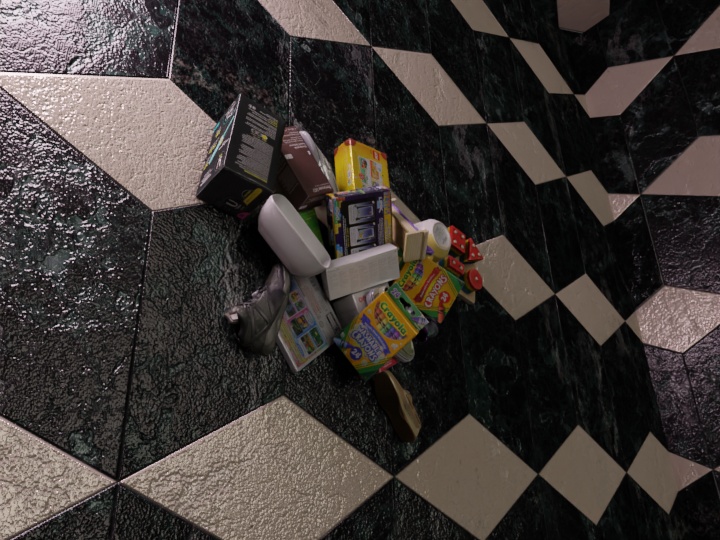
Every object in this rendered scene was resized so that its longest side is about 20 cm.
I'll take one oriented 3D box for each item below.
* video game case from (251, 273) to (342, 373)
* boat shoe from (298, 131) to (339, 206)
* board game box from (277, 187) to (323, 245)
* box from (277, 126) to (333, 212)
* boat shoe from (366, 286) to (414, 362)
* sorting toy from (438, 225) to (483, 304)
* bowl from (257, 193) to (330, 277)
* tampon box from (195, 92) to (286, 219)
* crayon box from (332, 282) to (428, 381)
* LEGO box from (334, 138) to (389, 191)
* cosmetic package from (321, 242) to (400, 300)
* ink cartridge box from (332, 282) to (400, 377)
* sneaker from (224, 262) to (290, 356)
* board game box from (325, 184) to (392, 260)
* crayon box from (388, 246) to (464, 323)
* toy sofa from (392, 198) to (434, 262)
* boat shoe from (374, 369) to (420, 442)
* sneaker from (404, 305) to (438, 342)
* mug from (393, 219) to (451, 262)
[{"bbox_3d":[-0.141,0.105,1.234,0.181,0.023,0.204,-33,97,-45],"label":"video game case"},{"bbox_3d":[-0.110,-0.273,1.392,0.065,0.071,0.204,-31,96,-50],"label":"boat shoe"},{"bbox_3d":[-0.148,-0.121,1.320,0.094,0.030,0.206,-4,77,-44],"label":"board game box"},{"bbox_3d":[-0.163,-0.254,1.306,0.099,0.075,0.203,-23,80,-48],"label":"box"},{"bbox_3d":[0.082,0.133,1.285,0.072,0.061,0.203,-38,100,-45],"label":"boat shoe"},{"bbox_3d":[0.326,-0.028,1.703,0.196,0.069,0.205,31,53,-31],"label":"sorting toy"},{"bbox_3d":[-0.153,-0.069,1.182,0.201,0.074,0.200,51,7,-7],"label":"bowl"},{"bbox_3d":[-0.265,-0.250,1.176,0.124,0.148,0.205,24,57,-32],"label":"tampon box"},{"bbox_3d":[0.047,0.142,1.229,0.126,0.200,0.052,48,8,8],"label":"crayon box"},{"bbox_3d":[0.008,-0.248,1.487,0.146,0.076,0.206,13,64,-40],"label":"LEGO box"},{"bbox_3d":[0.000,0.000,1.303,0.195,0.051,0.085,-17,117,-20],"label":"cosmetic package"},{"bbox_3d":[0.033,0.146,1.338,0.143,0.082,0.205,-17,85,-46],"label":"ink cartridge box"},{"bbox_3d":[-0.217,0.068,1.116,0.112,0.076,0.205,24,74,-28],"label":"sneaker"},{"bbox_3d":[0.000,-0.101,1.329,0.161,0.057,0.206,-12,113,-23],"label":"board game box"},{"bbox_3d":[0.163,0.032,1.405,0.197,0.051,0.129,32,90,-1],"label":"crayon box"},{"bbox_3d":[0.116,-0.111,1.382,0.095,0.085,0.201,-10,35,-21],"label":"toy sofa"},{"bbox_3d":[0.096,0.335,1.334,0.064,0.070,0.204,-37,109,-50],"label":"boat shoe"},{"bbox_3d":[0.165,0.170,1.429,0.199,0.074,0.089,32,30,-50],"label":"sneaker"},{"bbox_3d":[0.184,-0.056,1.521,0.147,0.151,0.192,4,70,-42],"label":"mug"}]
